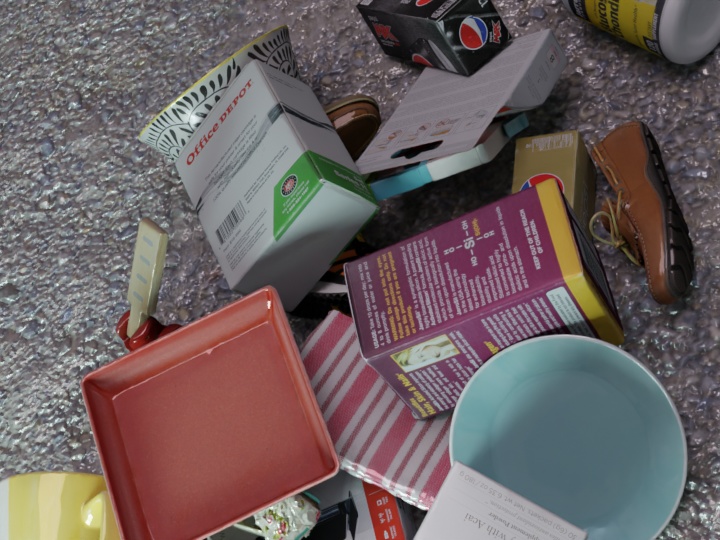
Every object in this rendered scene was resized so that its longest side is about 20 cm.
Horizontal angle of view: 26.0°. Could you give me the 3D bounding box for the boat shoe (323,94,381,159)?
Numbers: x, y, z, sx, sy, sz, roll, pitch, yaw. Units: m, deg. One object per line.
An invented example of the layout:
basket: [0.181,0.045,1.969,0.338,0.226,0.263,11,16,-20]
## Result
boat shoe: [-0.053,-0.099,1.617,0.199,0.072,0.068,-38,48,15]

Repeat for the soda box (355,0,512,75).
soda box: [0.073,-0.256,1.606,0.063,0.071,0.200,-39,25,-10]

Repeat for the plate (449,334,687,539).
plate: [0.172,0.149,1.295,0.198,0.026,0.202,3,100,17]

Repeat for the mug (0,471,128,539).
mug: [-0.270,0.271,1.410,0.148,0.187,0.155,1,66,4]

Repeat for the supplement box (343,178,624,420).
supplement box: [0.105,0.028,1.322,0.199,0.131,0.104,-22,55,13]

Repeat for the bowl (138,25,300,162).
bowl: [-0.130,-0.162,1.657,0.200,0.201,0.094,-37,93,0]

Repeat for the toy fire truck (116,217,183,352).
toy fire truck: [-0.153,0.063,1.467,0.175,0.200,0.129,13,65,33]

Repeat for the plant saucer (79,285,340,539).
plant saucer: [-0.129,0.138,1.354,0.198,0.037,0.201,-26,57,4]

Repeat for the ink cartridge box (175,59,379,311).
ink cartridge box: [-0.085,-0.085,1.508,0.147,0.083,0.201,-48,44,22]

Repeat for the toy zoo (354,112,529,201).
toy zoo: [0.073,-0.114,1.534,0.198,0.021,0.131,-19,16,20]

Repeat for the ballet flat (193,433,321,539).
ballet flat: [-0.119,0.187,1.387,0.199,0.076,0.064,27,81,40]

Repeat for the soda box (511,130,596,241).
soda box: [0.177,-0.028,1.448,0.063,0.068,0.202,-6,56,24]

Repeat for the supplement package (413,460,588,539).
supplement package: [0.079,0.273,1.226,0.121,0.120,0.201,27,77,10]

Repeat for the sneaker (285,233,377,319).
sneaker: [0.000,0.000,1.517,0.199,0.070,0.091,4,64,31]

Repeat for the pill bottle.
pill bottle: [0.268,-0.290,1.551,0.112,0.112,0.200,-48,50,-10]

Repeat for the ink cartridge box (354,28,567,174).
ink cartridge box: [0.096,-0.148,1.521,0.162,0.057,0.201,-10,38,41]

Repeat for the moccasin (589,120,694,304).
moccasin: [0.250,-0.050,1.423,0.077,0.074,0.203,-25,52,18]

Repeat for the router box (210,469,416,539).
router box: [-0.040,0.244,1.386,0.178,0.049,0.201,-25,51,10]

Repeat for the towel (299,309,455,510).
towel: [0.021,0.126,1.395,0.199,0.030,0.147,23,54,20]

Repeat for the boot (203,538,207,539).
boot: [-0.139,0.295,1.314,0.072,0.200,0.168,2,70,-22]
